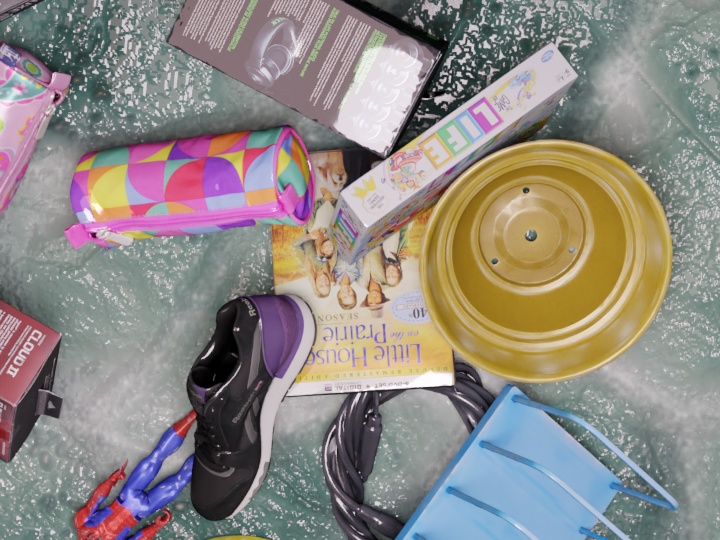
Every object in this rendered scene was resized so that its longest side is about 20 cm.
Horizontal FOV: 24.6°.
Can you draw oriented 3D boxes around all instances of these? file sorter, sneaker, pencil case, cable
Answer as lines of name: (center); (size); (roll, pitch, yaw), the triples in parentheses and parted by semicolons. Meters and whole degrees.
file sorter: (0.131, 0.218, 1.302); (0.139, 0.123, 0.200); (41, 79, -20)
sneaker: (-0.113, 0.107, 1.320); (0.076, 0.087, 0.201); (32, 109, 39)
pencil case: (-0.314, -0.091, 1.361); (0.087, 0.087, 0.200); (30, 99, 0)
pencil case: (-0.137, -0.064, 1.333); (0.199, 0.088, 0.089); (-9, 98, 20)
cable: (0.048, 0.165, 1.394); (0.163, 0.051, 0.201); (-17, 99, 12)

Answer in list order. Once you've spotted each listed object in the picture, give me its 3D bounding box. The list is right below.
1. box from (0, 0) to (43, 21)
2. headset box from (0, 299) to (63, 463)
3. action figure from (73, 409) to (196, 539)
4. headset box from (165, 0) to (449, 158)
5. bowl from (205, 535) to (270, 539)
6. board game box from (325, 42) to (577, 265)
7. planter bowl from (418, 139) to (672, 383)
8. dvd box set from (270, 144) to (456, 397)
box: (-0.295, -0.293, 1.346); (0.199, 0.050, 0.158); (-25, 96, 8)
headset box: (-0.334, 0.069, 1.350); (0.199, 0.149, 0.077); (28, 63, 0)
action figure: (-0.187, 0.192, 1.415); (0.065, 0.052, 0.200); (43, 102, -8)
headset box: (-0.028, -0.172, 1.279); (0.199, 0.174, 0.093); (28, 101, 1)
bowl: (-0.108, 0.337, 1.399); (0.199, 0.108, 0.201); (1, 100, 4)
board game box: (0.067, -0.087, 1.272); (0.200, 0.134, 0.034); (-36, 83, -11)
planter bowl: (0.142, -0.017, 1.326); (0.199, 0.084, 0.201); (-1, 108, -3)
dvd box set: (0.000, 0.000, 1.352); (0.146, 0.029, 0.201); (-3, 84, 6)
